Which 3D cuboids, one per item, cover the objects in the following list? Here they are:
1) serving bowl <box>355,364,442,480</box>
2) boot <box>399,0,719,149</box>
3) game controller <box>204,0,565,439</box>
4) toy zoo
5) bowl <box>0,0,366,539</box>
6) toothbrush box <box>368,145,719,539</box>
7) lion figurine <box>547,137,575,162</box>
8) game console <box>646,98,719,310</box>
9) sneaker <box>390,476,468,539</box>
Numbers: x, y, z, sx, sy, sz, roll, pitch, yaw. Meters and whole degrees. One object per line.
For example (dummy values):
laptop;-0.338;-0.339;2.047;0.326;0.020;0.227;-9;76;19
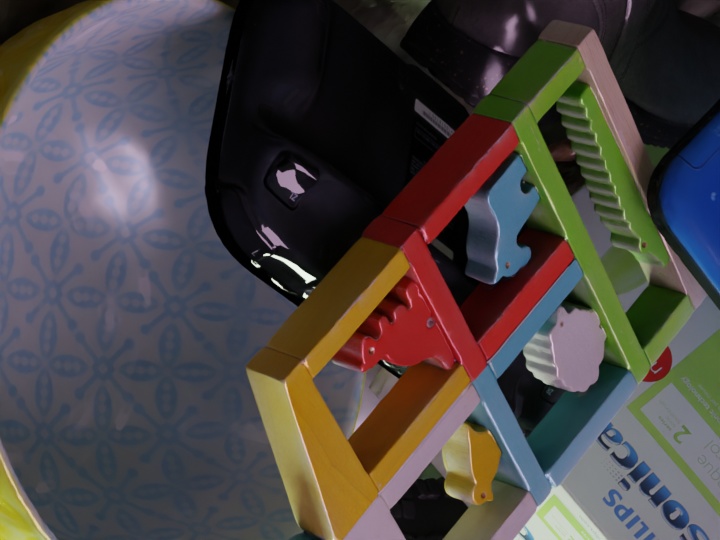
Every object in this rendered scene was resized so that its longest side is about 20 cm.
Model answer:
serving bowl;-0.009;0.097;1.198;0.199;0.066;0.201;-27;150;-17
boot;0.110;-0.118;1.014;0.200;0.070;0.132;-4;128;-57
game controller;0.016;-0.018;0.952;0.042;0.105;0.200;-18;145;29
toy zoo;0.036;0.030;0.926;0.200;0.020;0.132;-48;132;-24
bowl;-0.097;0.012;0.913;0.107;0.202;0.200;-3;172;36
toothbrush box;0.128;0.032;1.110;0.200;0.146;0.086;-36;170;-24
lion figurine;0.000;0.000;1.061;0.199;0.073;0.123;-11;146;-42
game console;0.192;-0.012;1.038;0.171;0.200;0.118;-44;-163;-17
sneaker;0.031;0.130;1.168;0.087;0.076;0.199;-36;151;32
